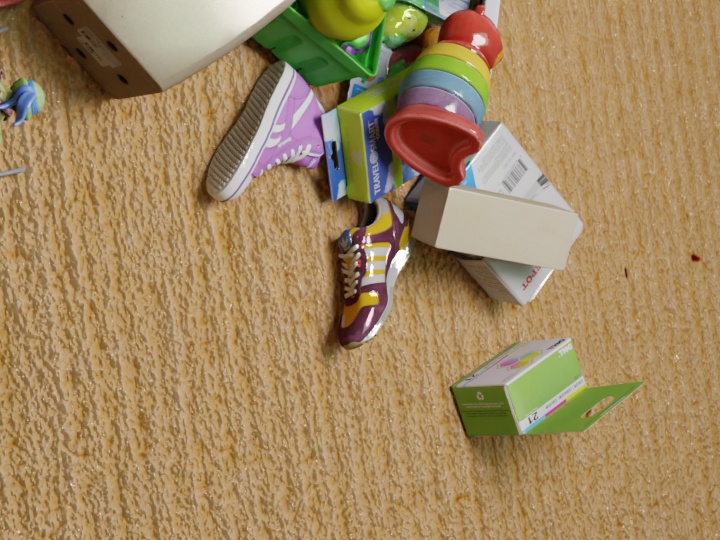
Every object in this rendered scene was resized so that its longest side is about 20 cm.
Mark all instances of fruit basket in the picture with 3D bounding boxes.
[{"bbox_3d":[0.076,-0.282,1.849,0.184,0.093,0.202,19,75,-38],"label":"fruit basket"},{"bbox_3d":[-0.035,-0.320,1.671,0.215,0.215,0.157,35,46,-32],"label":"fruit basket"}]

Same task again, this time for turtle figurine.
[{"bbox_3d":[-0.412,-0.146,1.413,0.192,0.200,0.145,-8,112,-22],"label":"turtle figurine"}]

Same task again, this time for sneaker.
[{"bbox_3d":[-0.096,-0.137,1.691,0.114,0.072,0.202,47,56,-30],"label":"sneaker"},{"bbox_3d":[0.000,0.000,1.759,0.090,0.075,0.201,39,53,-24],"label":"sneaker"}]

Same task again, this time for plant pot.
[{"bbox_3d":[-0.225,-0.293,1.532,0.200,0.199,0.177,48,68,-25],"label":"plant pot"}]

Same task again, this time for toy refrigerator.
[{"bbox_3d":[0.166,-0.057,1.800,0.198,0.070,0.077,9,100,-30],"label":"toy refrigerator"}]

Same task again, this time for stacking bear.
[{"bbox_3d":[0.110,-0.223,1.718,0.113,0.122,0.201,23,60,-1],"label":"stacking bear"}]

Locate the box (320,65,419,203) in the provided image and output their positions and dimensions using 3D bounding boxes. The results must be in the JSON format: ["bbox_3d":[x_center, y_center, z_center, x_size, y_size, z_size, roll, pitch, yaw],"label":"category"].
[{"bbox_3d":[0.041,-0.169,1.774,0.199,0.047,0.123,-33,128,-37],"label":"box"}]

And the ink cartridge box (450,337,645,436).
[{"bbox_3d":[0.240,0.147,1.856,0.147,0.199,0.076,-29,102,-40],"label":"ink cartridge box"}]

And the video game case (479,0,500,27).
[{"bbox_3d":[0.163,-0.306,1.890,0.023,0.182,0.202,8,75,1],"label":"video game case"}]

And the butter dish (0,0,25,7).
[{"bbox_3d":[-0.397,-0.362,1.408,0.199,0.147,0.202,-15,93,-41],"label":"butter dish"}]

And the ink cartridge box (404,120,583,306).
[{"bbox_3d":[0.177,-0.074,1.891,0.146,0.084,0.200,-51,118,-16],"label":"ink cartridge box"}]
